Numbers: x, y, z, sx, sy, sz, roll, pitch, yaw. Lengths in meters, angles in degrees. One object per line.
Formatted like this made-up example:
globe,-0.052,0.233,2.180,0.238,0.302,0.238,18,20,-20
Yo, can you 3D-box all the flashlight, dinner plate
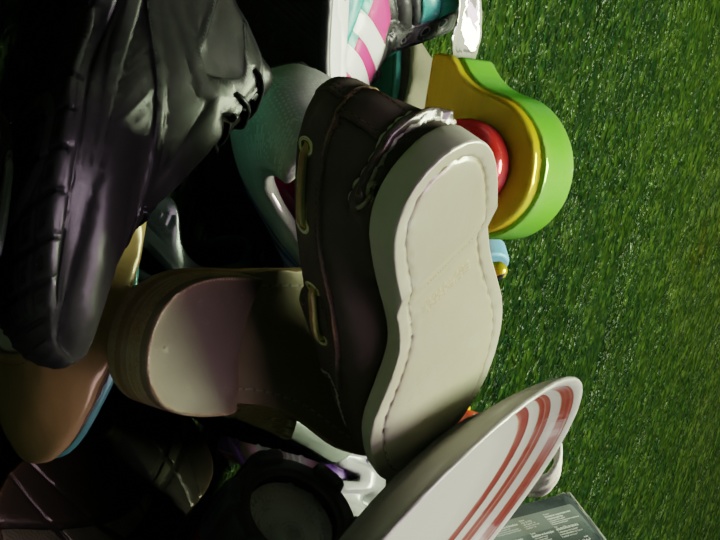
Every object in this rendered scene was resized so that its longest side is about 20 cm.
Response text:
flashlight,-0.068,0.162,0.987,0.068,0.068,0.200,-50,174,-49
dinner plate,0.019,0.116,0.911,0.200,0.024,0.200,-44,162,-19

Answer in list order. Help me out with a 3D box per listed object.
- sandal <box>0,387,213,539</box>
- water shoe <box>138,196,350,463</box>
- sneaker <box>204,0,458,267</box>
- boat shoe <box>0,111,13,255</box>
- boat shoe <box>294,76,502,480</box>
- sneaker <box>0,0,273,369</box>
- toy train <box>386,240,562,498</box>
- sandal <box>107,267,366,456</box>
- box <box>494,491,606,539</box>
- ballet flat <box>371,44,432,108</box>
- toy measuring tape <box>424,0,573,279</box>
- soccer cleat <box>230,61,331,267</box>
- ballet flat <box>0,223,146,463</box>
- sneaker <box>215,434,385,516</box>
sandal,-0.119,0.098,0.933,0.082,0.055,0.200,60,18,-11
water shoe,-0.053,0.027,0.971,0.200,0.071,0.079,36,70,-53
sneaker,-0.012,-0.094,1.040,0.121,0.084,0.200,-24,127,-53
boat shoe,-0.162,0.031,0.748,0.068,0.072,0.200,34,66,-68
boat shoe,0.009,0.006,0.823,0.072,0.060,0.200,-42,154,-24
sneaker,-0.079,-0.058,0.801,0.076,0.091,0.200,-15,-120,59
toy train,0.038,0.040,1.181,0.056,0.150,0.200,16,51,-38
sandal,-0.041,0.027,0.885,0.212,0.070,0.078,11,94,-55
box,0.016,0.191,1.098,0.200,0.046,0.159,-7,141,-48
ballet flat,0.023,-0.047,1.114,0.200,0.069,0.069,-77,169,-49
toy measuring tape,0.069,-0.086,1.019,0.074,0.074,0.200,-5,105,-69
soccer cleat,0.000,0.000,0.959,0.070,0.086,0.200,-30,129,1
ballet flat,-0.114,-0.026,0.861,0.063,0.069,0.200,27,75,-42
sneaker,-0.027,0.072,1.120,0.080,0.088,0.200,59,40,-74
